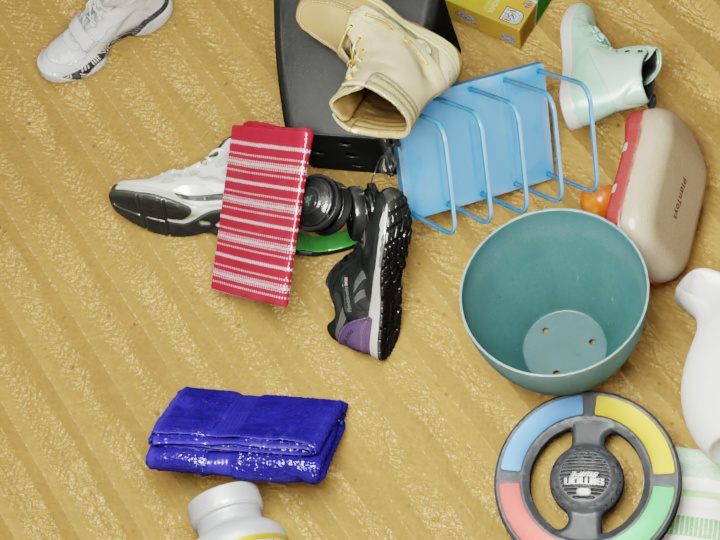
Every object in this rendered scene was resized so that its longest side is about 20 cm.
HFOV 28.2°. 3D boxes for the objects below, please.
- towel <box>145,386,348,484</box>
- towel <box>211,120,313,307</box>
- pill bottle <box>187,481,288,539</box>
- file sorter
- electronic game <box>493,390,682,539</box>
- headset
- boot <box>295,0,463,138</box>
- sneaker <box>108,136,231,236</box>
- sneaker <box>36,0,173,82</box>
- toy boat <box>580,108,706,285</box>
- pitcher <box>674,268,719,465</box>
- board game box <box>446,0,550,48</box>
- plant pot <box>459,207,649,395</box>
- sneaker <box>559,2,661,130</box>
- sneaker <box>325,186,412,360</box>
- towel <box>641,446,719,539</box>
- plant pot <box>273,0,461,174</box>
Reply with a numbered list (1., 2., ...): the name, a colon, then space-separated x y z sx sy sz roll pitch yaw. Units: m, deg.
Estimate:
1. towel: -0.122 0.172 1.565 0.197 0.050 0.148 4 27 11
2. towel: -0.111 -0.068 1.630 0.144 0.022 0.203 11 93 50
3. pill bottle: -0.118 0.329 1.492 0.111 0.112 0.202 -20 62 0
4. file sorter: 0.151 -0.135 1.595 0.198 0.141 0.123 -17 22 -20
5. electronic game: 0.238 0.221 1.508 0.197 0.042 0.202 -8 61 14
6. headset: -0.020 -0.083 1.631 0.122 0.200 0.095 6 62 -34
7. boot: -0.005 -0.222 1.533 0.198 0.073 0.156 29 44 9
8. sneaker: -0.201 -0.106 1.749 0.198 0.076 0.116 7 57 5
9. sneaker: -0.343 -0.330 1.847 0.199 0.115 0.075 -33 63 -6
10. toy boat: 0.308 -0.085 1.624 0.130 0.130 0.202 -2 60 42
11. pitcher: 0.420 0.104 1.505 0.169 0.122 0.202 4 51 1
12. board game box: 0.154 -0.386 1.826 0.198 0.040 0.154 26 72 20
13. plant pot: 0.214 0.054 1.546 0.197 0.135 0.202 -7 58 11
14. sneaker: 0.299 -0.251 1.690 0.117 0.074 0.202 -13 45 21
15. sneaker: 0.000 0.000 1.596 0.087 0.202 0.076 16 25 21
16. towel: 0.363 0.283 1.477 0.150 0.023 0.202 4 66 13
17. plant pot: 0.000 -0.220 1.699 0.197 0.200 0.180 6 77 13
